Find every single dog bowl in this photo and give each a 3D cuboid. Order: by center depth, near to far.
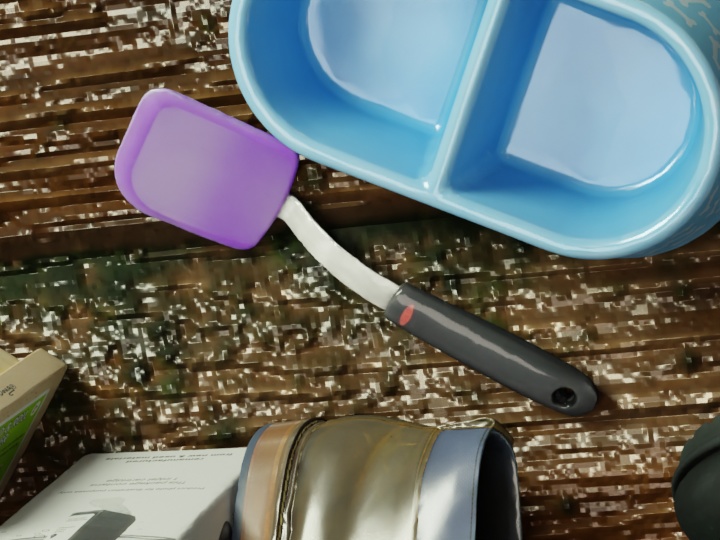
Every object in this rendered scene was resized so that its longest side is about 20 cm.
[{"bbox_3d":[0.044,-0.070,0.851,0.200,0.050,0.112,21,108,9],"label":"dog bowl"}]

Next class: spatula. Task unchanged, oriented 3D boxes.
[{"bbox_3d":[0.000,0.000,0.892,0.200,0.021,0.057,32,125,3],"label":"spatula"}]

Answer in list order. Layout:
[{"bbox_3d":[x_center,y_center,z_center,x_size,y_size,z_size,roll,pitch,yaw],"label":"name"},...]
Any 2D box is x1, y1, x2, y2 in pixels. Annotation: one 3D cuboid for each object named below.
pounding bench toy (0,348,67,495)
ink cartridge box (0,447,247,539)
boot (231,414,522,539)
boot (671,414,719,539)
[{"bbox_3d":[-0.233,0.070,0.881,0.156,0.200,0.124,31,110,5],"label":"pounding bench toy"},{"bbox_3d":[-0.089,0.161,0.863,0.084,0.200,0.144,-4,102,17],"label":"ink cartridge box"},{"bbox_3d":[0.007,0.142,0.855,0.097,0.075,0.200,-12,66,27],"label":"boot"},{"bbox_3d":[0.167,0.121,0.777,0.198,0.163,0.073,-13,137,43],"label":"boot"}]
